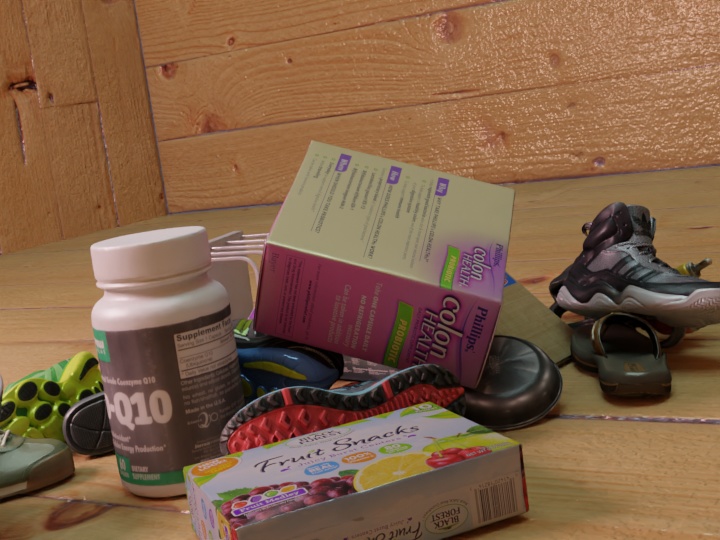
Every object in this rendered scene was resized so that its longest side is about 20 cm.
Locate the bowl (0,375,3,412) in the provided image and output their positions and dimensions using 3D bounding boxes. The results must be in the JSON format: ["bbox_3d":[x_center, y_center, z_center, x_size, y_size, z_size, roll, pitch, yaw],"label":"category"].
[{"bbox_3d":[-0.357,0.151,0.792,0.198,0.106,0.201,-6,21,2],"label":"bowl"}]

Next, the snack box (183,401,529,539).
[{"bbox_3d":[-0.007,0.148,0.724,0.198,0.054,0.142,-12,8,-21],"label":"snack box"}]

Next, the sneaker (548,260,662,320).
[{"bbox_3d":[0.289,0.031,1.206,0.084,0.075,0.200,-32,16,-14],"label":"sneaker"}]

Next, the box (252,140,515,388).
[{"bbox_3d":[0.026,-0.011,0.937,0.198,0.097,0.177,13,36,3],"label":"box"}]

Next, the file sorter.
[{"bbox_3d":[-0.136,0.032,1.316,0.123,0.140,0.200,-3,10,20],"label":"file sorter"}]

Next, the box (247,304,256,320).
[{"bbox_3d":[-0.057,0.048,1.181,0.039,0.137,0.199,42,30,17],"label":"box"}]

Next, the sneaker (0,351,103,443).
[{"bbox_3d":[-0.319,0.140,1.058,0.083,0.075,0.200,-25,3,12],"label":"sneaker"}]

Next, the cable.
[{"bbox_3d":[0.282,0.053,1.117,0.050,0.098,0.199,28,-34,-30],"label":"cable"}]

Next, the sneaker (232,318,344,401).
[{"bbox_3d":[-0.100,0.076,0.954,0.198,0.072,0.082,13,18,33],"label":"sneaker"}]

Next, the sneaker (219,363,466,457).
[{"bbox_3d":[-0.017,0.131,0.853,0.198,0.080,0.095,-8,-10,-18],"label":"sneaker"}]

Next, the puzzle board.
[{"bbox_3d":[0.123,0.055,1.057,0.151,0.017,0.199,43,34,23],"label":"puzzle board"}]

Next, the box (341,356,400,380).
[{"bbox_3d":[0.060,0.077,1.143,0.199,0.047,0.158,0,12,40],"label":"box"}]

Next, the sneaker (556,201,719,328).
[{"bbox_3d":[0.280,-0.009,1.038,0.075,0.115,0.199,19,-11,-36],"label":"sneaker"}]

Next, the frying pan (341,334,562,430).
[{"bbox_3d":[0.086,0.086,0.943,0.188,0.031,0.115,13,40,25],"label":"frying pan"}]

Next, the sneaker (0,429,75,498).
[{"bbox_3d":[-0.350,0.150,0.903,0.198,0.091,0.067,-9,8,-11],"label":"sneaker"}]

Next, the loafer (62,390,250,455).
[{"bbox_3d":[-0.186,0.122,1.019,0.198,0.073,0.063,-13,4,-17],"label":"loafer"}]

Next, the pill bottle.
[{"bbox_3d":[-0.157,0.071,0.871,0.112,0.202,0.113,-8,8,1],"label":"pill bottle"}]

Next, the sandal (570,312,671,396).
[{"bbox_3d":[0.241,0.069,0.991,0.081,0.055,0.200,-4,9,7],"label":"sandal"}]
